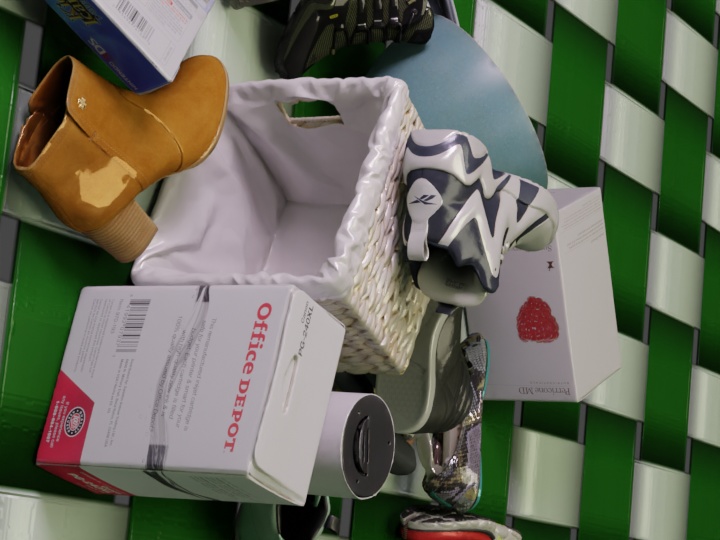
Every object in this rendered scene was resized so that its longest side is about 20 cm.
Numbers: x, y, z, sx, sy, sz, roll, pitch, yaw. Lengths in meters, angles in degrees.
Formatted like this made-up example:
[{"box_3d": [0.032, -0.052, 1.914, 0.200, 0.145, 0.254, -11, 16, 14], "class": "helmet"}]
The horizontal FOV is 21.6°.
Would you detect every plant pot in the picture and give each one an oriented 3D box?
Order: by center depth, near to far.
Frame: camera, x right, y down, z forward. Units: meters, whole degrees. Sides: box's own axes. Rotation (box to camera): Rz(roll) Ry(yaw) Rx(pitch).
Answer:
[{"box_3d": [0.058, -0.113, 1.725, 0.135, 0.200, 0.201, -34, 125, -13], "class": "plant pot"}]

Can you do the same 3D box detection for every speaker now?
[{"box_3d": [-0.075, 0.131, 1.463, 0.081, 0.199, 0.082, 0, 90, -58], "class": "speaker"}]

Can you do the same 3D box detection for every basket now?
[{"box_3d": [-0.045, -0.030, 1.520, 0.161, 0.197, 0.201, 54, 46, -46], "class": "basket"}]

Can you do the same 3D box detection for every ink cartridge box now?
[{"box_3d": [-0.123, 0.091, 1.386, 0.083, 0.199, 0.146, 40, 57, -50], "class": "ink cartridge box"}]

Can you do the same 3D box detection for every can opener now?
[{"box_3d": [0.014, 0.115, 1.650, 0.200, 0.053, 0.067, 55, 23, -53], "class": "can opener"}]

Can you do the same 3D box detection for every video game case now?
[{"box_3d": [-0.183, -0.263, 1.395, 0.200, 0.045, 0.182, 47, 49, -28], "class": "video game case"}]

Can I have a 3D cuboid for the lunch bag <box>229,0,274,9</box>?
[{"box_3d": [-0.025, -0.322, 1.585, 0.118, 0.163, 0.200, 60, 43, -30], "class": "lunch bag"}]

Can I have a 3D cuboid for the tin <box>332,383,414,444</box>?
[{"box_3d": [-0.002, 0.121, 1.738, 0.200, 0.042, 0.113, -13, 105, -58], "class": "tin"}]

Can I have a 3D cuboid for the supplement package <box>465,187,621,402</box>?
[{"box_3d": [0.186, 0.025, 1.964, 0.120, 0.121, 0.201, -28, 113, -56], "class": "supplement package"}]

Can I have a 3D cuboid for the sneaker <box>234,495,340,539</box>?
[{"box_3d": [-0.048, 0.143, 1.575, 0.073, 0.118, 0.201, 13, 77, -21], "class": "sneaker"}]

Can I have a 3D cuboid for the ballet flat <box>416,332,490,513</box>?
[{"box_3d": [0.088, 0.139, 1.852, 0.072, 0.072, 0.201, 50, 36, -46], "class": "ballet flat"}]

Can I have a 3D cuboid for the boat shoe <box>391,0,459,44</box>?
[{"box_3d": [0.057, -0.295, 1.802, 0.070, 0.071, 0.202, -30, 111, -54], "class": "boat shoe"}]

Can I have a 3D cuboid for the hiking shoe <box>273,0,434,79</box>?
[{"box_3d": [0.013, -0.226, 1.647, 0.200, 0.101, 0.076, -46, 178, -6], "class": "hiking shoe"}]

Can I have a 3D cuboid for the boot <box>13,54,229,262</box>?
[{"box_3d": [-0.178, -0.120, 1.424, 0.144, 0.071, 0.202, 52, 51, -45], "class": "boot"}]

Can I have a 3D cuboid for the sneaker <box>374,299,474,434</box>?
[{"box_3d": [0.064, 0.050, 1.636, 0.099, 0.070, 0.201, 34, 65, -64], "class": "sneaker"}]

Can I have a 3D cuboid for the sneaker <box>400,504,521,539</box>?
[{"box_3d": [0.102, 0.284, 1.873, 0.200, 0.077, 0.085, 27, 75, -54], "class": "sneaker"}]

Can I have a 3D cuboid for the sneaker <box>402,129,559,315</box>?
[{"box_3d": [0.090, -0.018, 1.493, 0.199, 0.079, 0.130, 38, 61, -59], "class": "sneaker"}]
